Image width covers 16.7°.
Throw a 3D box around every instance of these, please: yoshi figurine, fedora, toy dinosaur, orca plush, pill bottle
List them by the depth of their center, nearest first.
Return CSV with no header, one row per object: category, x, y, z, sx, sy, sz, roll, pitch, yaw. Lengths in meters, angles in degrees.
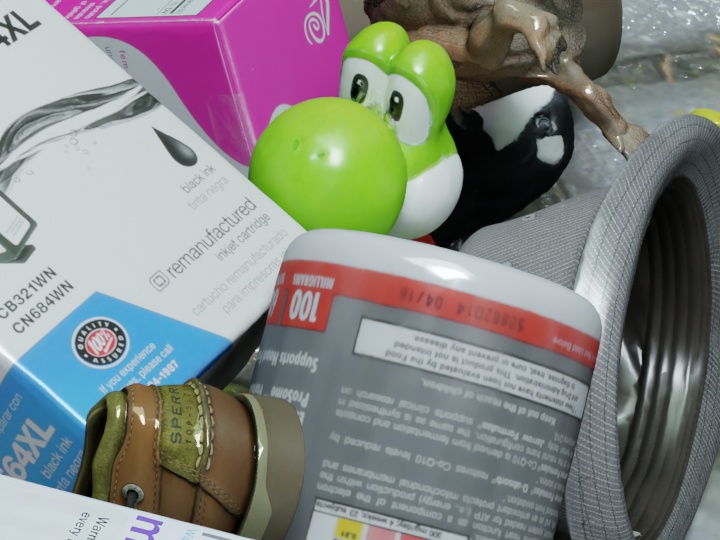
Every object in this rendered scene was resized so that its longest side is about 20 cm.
pill bottle,0.006,0.096,0.838,0.115,0.201,0.116,14,-7,2
yoshi figurine,-0.013,0.003,0.960,0.112,0.201,0.112,5,32,-6
fedora,0.086,0.031,0.978,0.090,0.178,0.200,4,41,23
toy dinosaur,0.043,-0.103,1.006,0.135,0.200,0.086,7,79,29
orca plush,0.023,-0.017,1.105,0.199,0.105,0.071,-22,76,-35

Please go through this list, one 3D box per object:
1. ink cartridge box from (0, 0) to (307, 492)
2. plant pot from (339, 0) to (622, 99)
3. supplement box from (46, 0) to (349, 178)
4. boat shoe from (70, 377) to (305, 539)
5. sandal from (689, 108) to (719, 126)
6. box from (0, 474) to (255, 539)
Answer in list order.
ink cartridge box,-0.136,-0.016,0.876,0.200,0.084,0.146,41,44,4
plant pot,0.007,-0.152,1.201,0.173,0.201,0.200,-25,45,-13
supplement box,-0.112,-0.087,1.101,0.199,0.102,0.103,3,33,30
boat shoe,-0.087,0.115,0.803,0.068,0.201,0.072,12,28,-23
sandal,0.213,-0.010,1.118,0.086,0.080,0.201,-2,39,-16
box,-0.123,0.164,0.740,0.175,0.201,0.097,12,37,10
